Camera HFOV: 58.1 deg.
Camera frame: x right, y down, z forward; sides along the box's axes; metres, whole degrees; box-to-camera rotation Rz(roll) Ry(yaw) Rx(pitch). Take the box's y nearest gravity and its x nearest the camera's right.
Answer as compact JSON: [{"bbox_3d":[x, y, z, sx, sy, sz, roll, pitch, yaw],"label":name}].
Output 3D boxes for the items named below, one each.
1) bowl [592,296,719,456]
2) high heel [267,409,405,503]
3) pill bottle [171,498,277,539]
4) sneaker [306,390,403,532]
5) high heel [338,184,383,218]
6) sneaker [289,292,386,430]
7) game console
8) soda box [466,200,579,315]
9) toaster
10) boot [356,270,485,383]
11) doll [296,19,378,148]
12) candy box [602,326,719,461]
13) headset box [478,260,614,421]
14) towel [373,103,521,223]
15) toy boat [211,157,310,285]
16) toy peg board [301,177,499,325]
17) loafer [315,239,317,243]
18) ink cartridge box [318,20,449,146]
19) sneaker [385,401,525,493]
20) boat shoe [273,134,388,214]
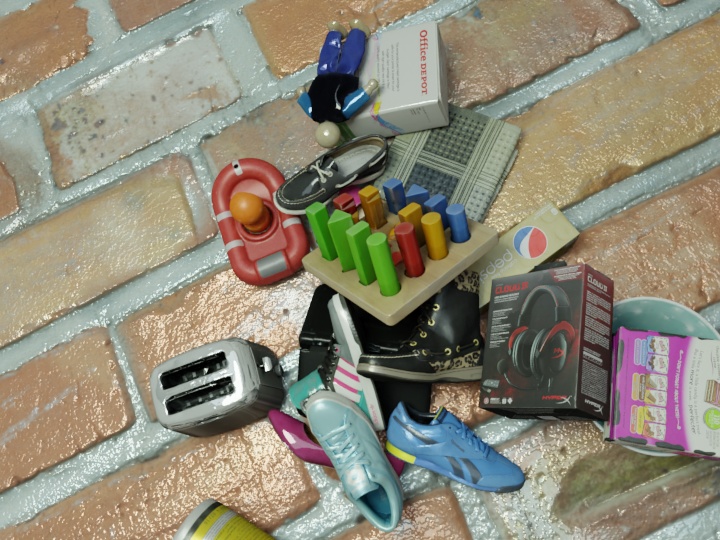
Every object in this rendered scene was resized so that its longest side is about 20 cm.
[{"bbox_3d":[0.377,0.145,0.868,0.198,0.105,0.203,-2,74,7],"label":"bowl"},{"bbox_3d":[-0.034,0.240,0.915,0.199,0.067,0.096,39,91,2],"label":"high heel"},{"bbox_3d":[-0.151,0.402,0.860,0.199,0.111,0.112,26,78,14],"label":"pill bottle"},{"bbox_3d":[-0.002,0.246,0.830,0.074,0.082,0.201,-35,99,5],"label":"sneaker"},{"bbox_3d":[0.027,-0.069,0.984,0.067,0.096,0.201,-32,72,-3],"label":"high heel"},{"bbox_3d":[-0.044,0.137,0.887,0.119,0.084,0.202,-15,102,4],"label":"sneaker"},{"bbox_3d":[0.013,0.127,0.969,0.198,0.117,0.177,6,44,9],"label":"game console"},{"bbox_3d":[0.220,-0.011,0.958,0.199,0.064,0.068,-36,72,-4],"label":"soda box"},{"bbox_3d":[-0.213,0.169,0.929,0.198,0.129,0.115,-18,71,2],"label":"toaster"},{"bbox_3d":[0.085,0.072,0.858,0.198,0.073,0.153,4,80,-24],"label":"boot"},{"bbox_3d":[-0.033,-0.283,0.988,0.135,0.048,0.202,6,77,24],"label":"doll"},{"bbox_3d":[0.402,0.152,0.776,0.198,0.061,0.138,8,74,10],"label":"candy box"},{"bbox_3d":[0.239,0.086,0.836,0.148,0.075,0.202,-12,60,49],"label":"headset box"},{"bbox_3d":[0.139,-0.172,1.040,0.191,0.035,0.202,24,80,17],"label":"towel"},{"bbox_3d":[-0.163,-0.085,0.997,0.129,0.131,0.202,-22,72,0],"label":"toy boat"},{"bbox_3d":[0.041,-0.057,0.858,0.198,0.098,0.199,-35,40,-22],"label":"toy peg board"},{"bbox_3d":[0.000,0.000,0.969,0.071,0.073,0.200,-32,54,-13],"label":"loafer"},{"bbox_3d":[0.038,-0.296,1.038,0.198,0.084,0.147,-6,72,19],"label":"ink cartridge box"},{"bbox_3d":[0.132,0.237,0.881,0.198,0.066,0.079,18,101,10],"label":"sneaker"},{"bbox_3d":[-0.042,-0.149,0.985,0.198,0.060,0.074,-24,68,-20],"label":"boat shoe"}]
